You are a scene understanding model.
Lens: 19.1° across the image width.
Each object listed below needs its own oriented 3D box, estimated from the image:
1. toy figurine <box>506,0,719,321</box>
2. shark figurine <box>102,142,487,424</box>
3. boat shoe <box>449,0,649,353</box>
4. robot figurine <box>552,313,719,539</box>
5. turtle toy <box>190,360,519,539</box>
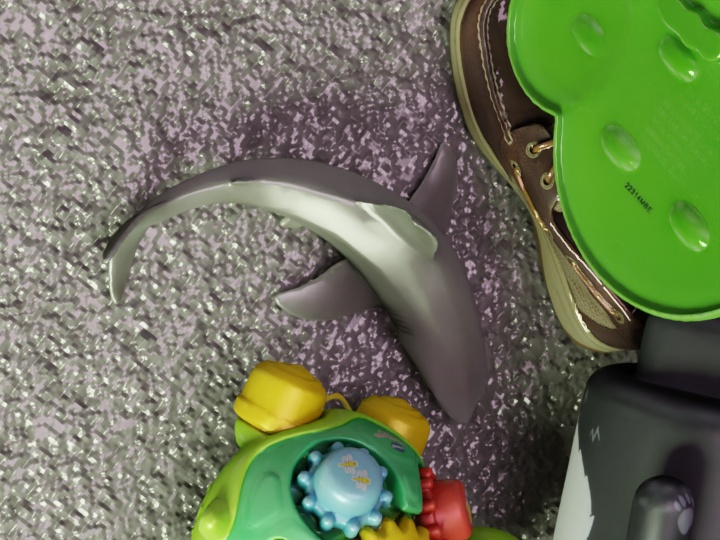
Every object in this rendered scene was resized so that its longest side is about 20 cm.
[{"bbox_3d":[0.191,-0.074,1.000,0.184,0.200,0.150,-4,134,-42],"label":"toy figurine"},{"bbox_3d":[-0.011,-0.018,0.987,0.214,0.089,0.128,21,84,-23],"label":"shark figurine"},{"bbox_3d":[0.107,-0.051,1.037,0.072,0.072,0.200,-24,102,-19],"label":"boat shoe"},{"bbox_3d":[0.152,0.115,0.995,0.150,0.125,0.201,5,100,-34],"label":"robot figurine"},{"bbox_3d":[0.002,0.133,0.981,0.200,0.101,0.146,20,94,-45],"label":"turtle toy"}]
